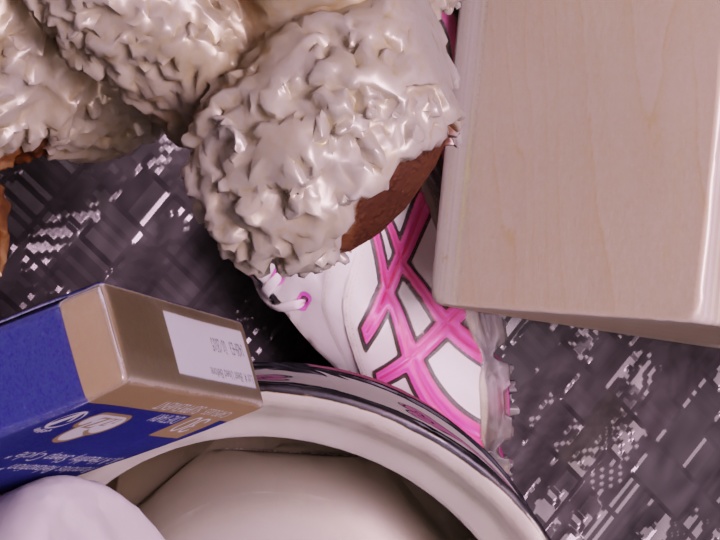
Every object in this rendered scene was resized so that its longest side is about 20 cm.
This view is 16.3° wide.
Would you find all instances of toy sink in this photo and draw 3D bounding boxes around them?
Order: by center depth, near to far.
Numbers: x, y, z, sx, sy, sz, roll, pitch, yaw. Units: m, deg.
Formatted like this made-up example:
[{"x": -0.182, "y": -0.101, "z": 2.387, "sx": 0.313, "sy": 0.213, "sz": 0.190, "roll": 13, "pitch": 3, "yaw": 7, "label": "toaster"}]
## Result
[{"x": 0.131, "y": -0.040, "z": 0.822, "sx": 0.199, "sy": 0.111, "sz": 0.132, "roll": 11, "pitch": 85, "yaw": -49, "label": "toy sink"}]

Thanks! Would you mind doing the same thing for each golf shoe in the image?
[{"x": 0.000, "y": 0.000, "z": 0.837, "sx": 0.091, "sy": 0.073, "sz": 0.202, "roll": -11, "pitch": 101, "yaw": -10, "label": "golf shoe"}]

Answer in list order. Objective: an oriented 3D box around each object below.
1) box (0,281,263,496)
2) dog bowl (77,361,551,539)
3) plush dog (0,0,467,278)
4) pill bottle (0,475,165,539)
[{"x": -0.136, "y": 0.054, "z": 0.699, "sx": 0.199, "sy": 0.121, "sz": 0.033, "roll": -19, "pitch": 80, "yaw": 12, "label": "box"}, {"x": -0.024, "y": 0.119, "z": 0.802, "sx": 0.198, "sy": 0.074, "sz": 0.202, "roll": 1, "pitch": 107, "yaw": 4, "label": "dog bowl"}, {"x": -0.072, "y": -0.084, "z": 0.698, "sx": 0.171, "sy": 0.200, "sz": 0.161, "roll": -25, "pitch": 115, "yaw": 17, "label": "plush dog"}, {"x": -0.142, "y": 0.147, "z": 0.726, "sx": 0.199, "sy": 0.113, "sz": 0.113, "roll": -28, "pitch": 119, "yaw": 18, "label": "pill bottle"}]
